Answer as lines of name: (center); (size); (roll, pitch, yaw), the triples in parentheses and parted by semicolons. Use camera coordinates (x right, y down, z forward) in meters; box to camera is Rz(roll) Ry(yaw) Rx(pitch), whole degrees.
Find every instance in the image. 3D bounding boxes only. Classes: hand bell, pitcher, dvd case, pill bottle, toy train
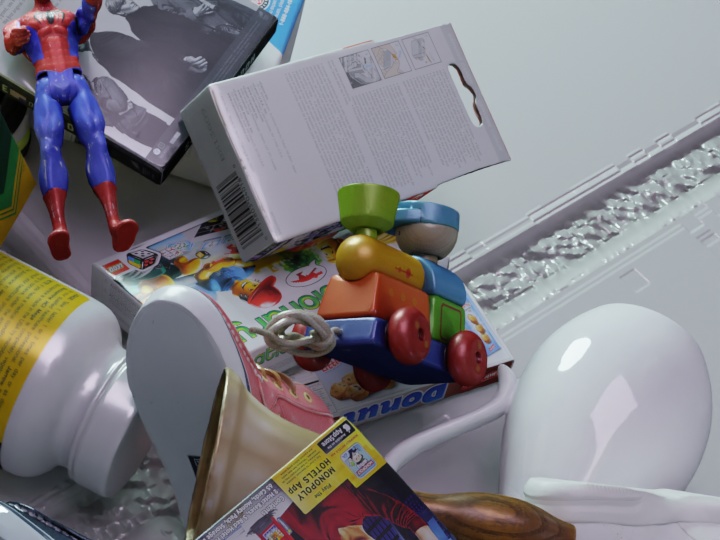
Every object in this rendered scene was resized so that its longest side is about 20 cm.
hand bell: (0.015, 0.122, 1.023); (0.199, 0.104, 0.104); (12, 47, -7)
pitcher: (0.115, 0.108, 1.188); (0.171, 0.121, 0.200); (28, 58, 4)
dvd case: (-0.176, -0.162, 1.289); (0.199, 0.025, 0.151); (30, 60, 6)
pill bottle: (-0.214, 0.050, 1.148); (0.199, 0.113, 0.113); (27, 48, 9)
toy train: (0.000, 0.000, 1.157); (0.084, 0.200, 0.116); (-6, 74, 31)

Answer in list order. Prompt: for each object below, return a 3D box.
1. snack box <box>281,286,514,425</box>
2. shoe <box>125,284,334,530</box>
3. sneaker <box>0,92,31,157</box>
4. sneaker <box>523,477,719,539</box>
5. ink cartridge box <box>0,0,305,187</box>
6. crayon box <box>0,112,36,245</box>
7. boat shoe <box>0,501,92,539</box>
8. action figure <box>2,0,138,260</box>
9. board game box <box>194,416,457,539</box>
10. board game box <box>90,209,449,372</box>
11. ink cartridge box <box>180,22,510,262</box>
snack box: (-0.002, 0.062, 1.257); (0.199, 0.024, 0.072); (-15, 53, -26)
shoe: (-0.071, 0.076, 1.120); (0.071, 0.201, 0.091); (6, 37, 28)
sneaker: (-0.304, -0.096, 1.272); (0.199, 0.083, 0.072); (-18, 56, -28)
sneaker: (0.177, 0.168, 1.096); (0.199, 0.075, 0.089); (8, 85, -20)
ink cartridge box: (-0.154, -0.156, 1.365); (0.199, 0.084, 0.146); (18, 50, 0)
crayon box: (-0.299, -0.096, 1.147); (0.199, 0.173, 0.058); (27, 78, 5)
boat shoe: (-0.102, 0.164, 0.961); (0.200, 0.071, 0.091); (38, 50, 8)
action figure: (-0.180, -0.119, 1.199); (0.065, 0.099, 0.201); (-8, 62, -16)
board game box: (-0.014, 0.202, 0.891); (0.200, 0.062, 0.200); (48, 51, 6)
board game box: (-0.057, 0.005, 1.264); (0.199, 0.035, 0.126); (-26, 48, -36)
ink cartridge box: (-0.007, -0.087, 1.280); (0.199, 0.050, 0.109); (-20, 83, -34)
